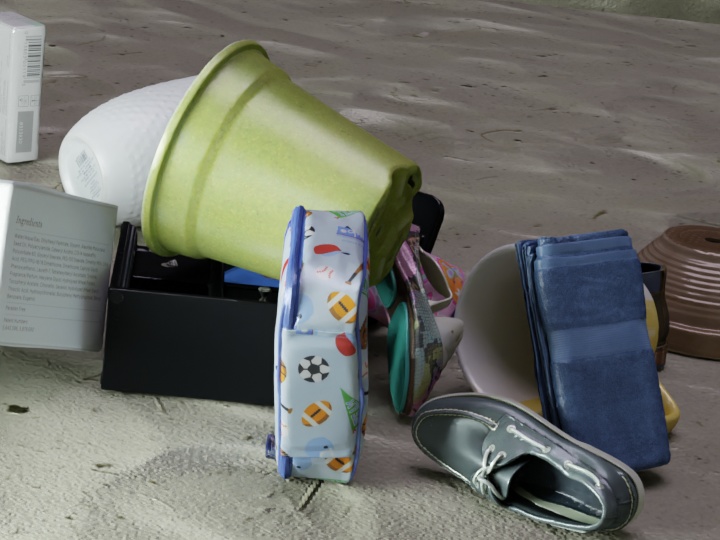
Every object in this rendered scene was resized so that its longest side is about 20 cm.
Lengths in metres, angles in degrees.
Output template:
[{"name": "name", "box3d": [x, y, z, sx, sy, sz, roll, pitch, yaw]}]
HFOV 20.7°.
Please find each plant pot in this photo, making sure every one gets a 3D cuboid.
[{"name": "plant pot", "box3d": [-0.055, -0.067, 1.675, 0.183, 0.202, 0.200, 26, 23, 15]}, {"name": "plant pot", "box3d": [0.348, 0.012, 1.985, 0.199, 0.093, 0.201, 7, 17, -2]}]

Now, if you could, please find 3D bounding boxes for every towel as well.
[{"name": "towel", "box3d": [0.189, 0.069, 1.607, 0.111, 0.202, 0.048, -5, -9, -30]}]

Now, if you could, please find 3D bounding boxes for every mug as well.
[{"name": "mug", "box3d": [-0.240, -0.115, 2.126, 0.175, 0.149, 0.199, -18, -1, -38]}, {"name": "mug", "box3d": [0.189, 0.070, 1.741, 0.149, 0.188, 0.152, -21, -14, 41]}]

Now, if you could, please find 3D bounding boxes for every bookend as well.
[{"name": "bookend", "box3d": [-0.122, 0.037, 1.743, 0.198, 0.093, 0.199, 6, 17, -5]}]

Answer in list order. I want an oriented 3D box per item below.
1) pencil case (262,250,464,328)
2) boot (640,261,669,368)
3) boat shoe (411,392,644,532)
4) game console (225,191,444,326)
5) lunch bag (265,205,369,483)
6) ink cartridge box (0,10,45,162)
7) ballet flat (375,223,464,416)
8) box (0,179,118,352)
[{"name": "pencil case", "box3d": [0.000, 0.000, 1.820, 0.199, 0.088, 0.088, 25, 14, -15]}, {"name": "boot", "box3d": [0.196, 0.030, 1.869, 0.198, 0.098, 0.075, 7, 18, 2]}, {"name": "boat shoe", "box3d": [0.119, 0.149, 1.522, 0.199, 0.073, 0.062, 21, 19, 25]}, {"name": "game console", "box3d": [-0.046, -0.025, 1.937, 0.199, 0.177, 0.116, 17, -7, 29]}, {"name": "lunch bag", "box3d": [-0.032, 0.059, 1.545, 0.075, 0.201, 0.161, 3, 31, -3]}, {"name": "ink cartridge box", "box3d": [-0.443, -0.231, 2.341, 0.050, 0.162, 0.200, -7, 22, -36]}, {"name": "ballet flat", "box3d": [0.050, 0.035, 1.724, 0.071, 0.069, 0.201, 1, 54, -20]}, {"name": "box", "box3d": [-0.334, -0.010, 1.642, 0.197, 0.132, 0.200, 7, -2, 19]}]
